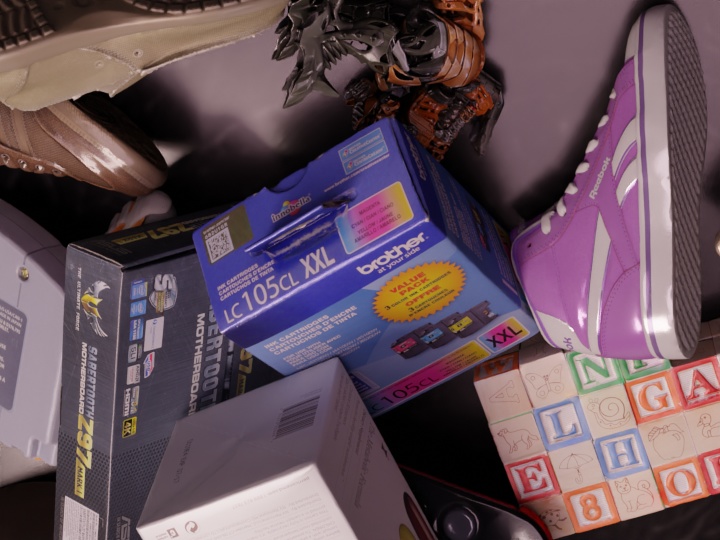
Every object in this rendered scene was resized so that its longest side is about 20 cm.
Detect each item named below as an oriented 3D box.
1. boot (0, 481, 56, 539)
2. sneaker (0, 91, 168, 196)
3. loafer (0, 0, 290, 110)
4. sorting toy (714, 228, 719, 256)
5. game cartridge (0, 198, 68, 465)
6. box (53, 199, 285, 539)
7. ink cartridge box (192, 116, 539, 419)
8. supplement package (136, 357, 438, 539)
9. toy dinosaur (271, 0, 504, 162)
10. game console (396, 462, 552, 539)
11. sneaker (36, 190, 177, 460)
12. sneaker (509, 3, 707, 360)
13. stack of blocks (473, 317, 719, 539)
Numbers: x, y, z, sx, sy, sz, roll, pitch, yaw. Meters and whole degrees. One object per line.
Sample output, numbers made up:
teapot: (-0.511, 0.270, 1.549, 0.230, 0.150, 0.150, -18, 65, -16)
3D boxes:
boot: (-0.162, 0.243, 1.106, 0.185, 0.064, 0.201, 13, 134, 34)
sneaker: (-0.209, -0.091, 0.991, 0.199, 0.070, 0.076, 35, 102, 6)
loafer: (-0.130, -0.142, 0.930, 0.198, 0.076, 0.068, -13, 151, -6)
sorting toy: (0.337, -0.045, 0.938, 0.198, 0.070, 0.201, 33, 109, -5)
game cartridge: (-0.242, 0.017, 1.008, 0.199, 0.041, 0.134, 28, 112, 27)
box: (-0.106, 0.068, 0.988, 0.051, 0.157, 0.202, 21, 113, 34)
ink cartridge box: (0.000, 0.000, 0.933, 0.136, 0.077, 0.200, -29, 145, 15)
supplement package: (-0.021, 0.173, 0.927, 0.109, 0.114, 0.201, -21, 113, 17)
toy dinosaur: (0.024, -0.127, 0.954, 0.135, 0.102, 0.202, 11, 92, -12)
game console: (0.017, 0.218, 1.022, 0.176, 0.031, 0.202, 18, 102, 8)
sneaker: (-0.144, 0.041, 1.030, 0.077, 0.078, 0.201, 20, 119, -4)
sneaker: (0.136, -0.051, 0.952, 0.114, 0.072, 0.202, 1, 84, 32)
stack of blocks: (0.181, 0.079, 1.005, 0.199, 0.059, 0.116, -17, 105, 13)
